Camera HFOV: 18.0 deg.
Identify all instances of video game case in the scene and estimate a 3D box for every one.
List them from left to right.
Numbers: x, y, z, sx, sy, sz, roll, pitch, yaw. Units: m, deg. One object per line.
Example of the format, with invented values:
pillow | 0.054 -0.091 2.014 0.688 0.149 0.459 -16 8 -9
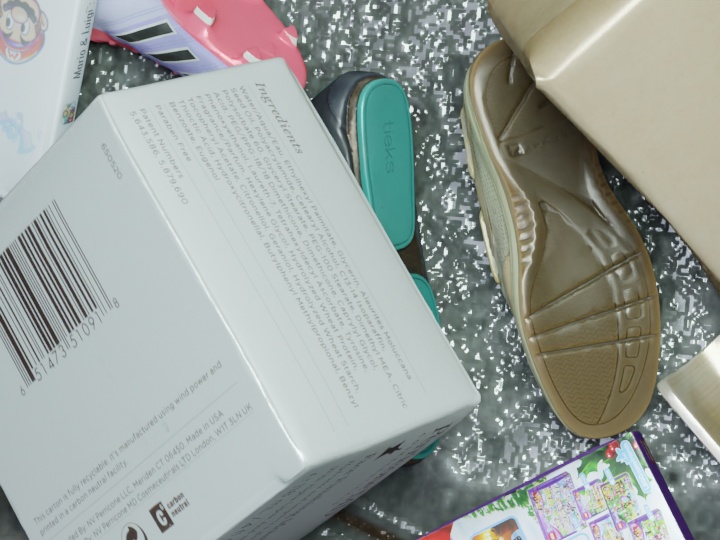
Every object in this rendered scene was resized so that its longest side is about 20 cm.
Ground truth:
video game case | -0.230 -0.149 1.211 0.199 0.024 0.183 23 113 20

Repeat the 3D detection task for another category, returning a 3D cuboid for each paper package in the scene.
paper package | 0.189 -0.112 1.042 0.200 0.191 0.104 -41 33 9

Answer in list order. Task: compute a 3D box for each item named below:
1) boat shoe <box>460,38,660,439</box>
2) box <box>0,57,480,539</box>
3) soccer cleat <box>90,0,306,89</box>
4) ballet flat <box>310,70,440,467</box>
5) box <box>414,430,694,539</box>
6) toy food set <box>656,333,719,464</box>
boat shoe | 0.095 -0.015 1.130 0.072 0.065 0.201 -17 88 -10
box | -0.085 0.038 1.100 0.199 0.130 0.200 -41 75 41
soccer cleat | -0.114 -0.140 1.205 0.200 0.067 0.077 37 127 10
ballet flat | 0.000 0.000 1.159 0.073 0.073 0.201 -6 90 15
box | 0.119 0.197 1.118 0.137 0.039 0.201 -27 80 11
toy food set | 0.259 0.042 1.080 0.200 0.060 0.144 -43 77 8
